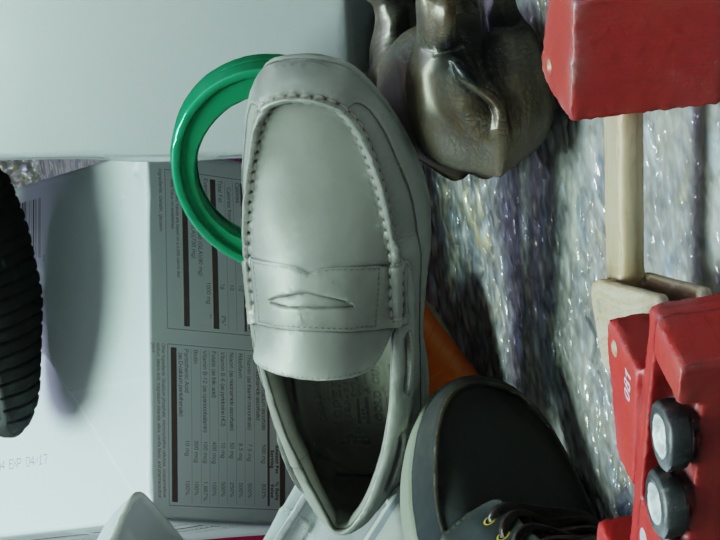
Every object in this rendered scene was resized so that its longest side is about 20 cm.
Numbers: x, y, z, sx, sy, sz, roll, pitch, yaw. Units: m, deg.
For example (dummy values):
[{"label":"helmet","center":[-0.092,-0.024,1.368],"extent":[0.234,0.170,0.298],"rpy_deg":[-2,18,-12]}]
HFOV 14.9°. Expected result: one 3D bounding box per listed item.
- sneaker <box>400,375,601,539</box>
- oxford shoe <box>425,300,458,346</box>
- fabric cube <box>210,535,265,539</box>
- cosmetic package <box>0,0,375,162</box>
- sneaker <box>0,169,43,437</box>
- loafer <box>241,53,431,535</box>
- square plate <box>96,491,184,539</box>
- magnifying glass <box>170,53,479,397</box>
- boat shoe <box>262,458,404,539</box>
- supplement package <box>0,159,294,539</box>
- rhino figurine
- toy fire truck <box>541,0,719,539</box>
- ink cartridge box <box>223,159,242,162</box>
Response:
[{"label":"sneaker","center":[0.072,0.101,0.967],"extent":[0.106,0.075,0.200],"rpy_deg":[116,149,-46]},{"label":"oxford shoe","center":[0.039,0.102,1.166],"extent":[0.075,0.070,0.201],"rpy_deg":[12,-114,-72]},{"label":"fabric cube","center":[-0.063,0.227,1.376],"extent":[0.200,0.195,0.201],"rpy_deg":[-116,23,-55]},{"label":"cosmetic package","center":[-0.075,-0.158,1.147],"extent":[0.165,0.164,0.201],"rpy_deg":[-63,-28,-73]},{"label":"sneaker","center":[-0.191,-0.022,1.149],"extent":[0.074,0.088,0.201],"rpy_deg":[-17,-89,-80]},{"label":"loafer","center":[-0.008,0.012,1.019],"extent":[0.070,0.070,0.200],"rpy_deg":[-72,-23,-48]},{"label":"square plate","center":[-0.101,0.216,1.128],"extent":[0.199,0.028,0.200],"rpy_deg":[-66,-29,-23]},{"label":"magnifying glass","center":[0.000,0.000,1.079],"extent":[0.200,0.079,0.022],"rpy_deg":[53,-168,-21]},{"label":"boat shoe","center":[-0.050,0.155,1.094],"extent":[0.200,0.068,0.072],"rpy_deg":[-54,-7,-4]},{"label":"supplement package","center":[-0.108,0.042,1.228],"extent":[0.200,0.111,0.156],"rpy_deg":[-12,76,49]},{"label":"rhino figurine","center":[0.030,-0.077,1.056],"extent":[0.200,0.060,0.088],"rpy_deg":[-166,60,-82]},{"label":"toy fire truck","center":[0.092,0.022,0.826],"extent":[0.141,0.049,0.201],"rpy_deg":[-110,16,-51]},{"label":"ink cartridge box","center":[-0.063,0.012,1.384],"extent":[0.200,0.085,0.148],"rpy_deg":[-106,36,-62]}]
